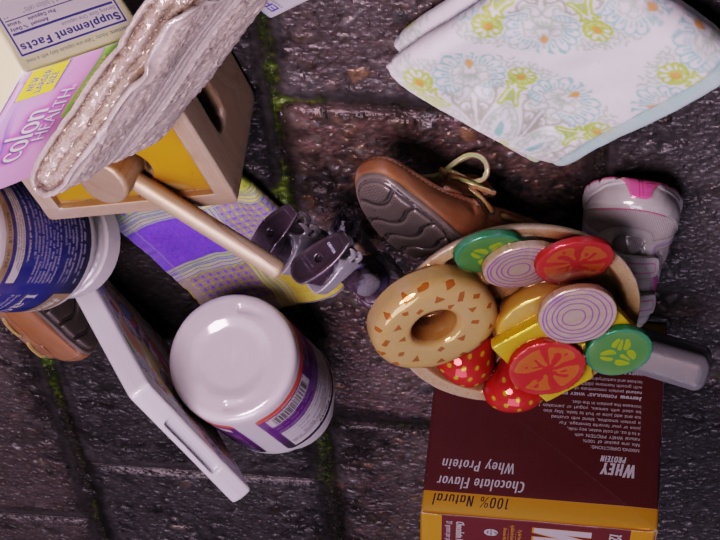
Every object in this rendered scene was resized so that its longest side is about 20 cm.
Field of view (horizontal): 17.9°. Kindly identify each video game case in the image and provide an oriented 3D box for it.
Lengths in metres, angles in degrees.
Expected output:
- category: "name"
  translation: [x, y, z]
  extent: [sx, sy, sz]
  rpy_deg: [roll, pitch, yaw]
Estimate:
- category: "video game case"
  translation: [-0.177, 0.084, 1.931]
  extent: [0.023, 0.200, 0.182]
  rpy_deg: [-36, 137, 1]

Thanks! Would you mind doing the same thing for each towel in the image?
- category: "towel"
  translation: [0.141, -0.152, 1.619]
  extent: [0.171, 0.048, 0.200]
  rpy_deg: [28, 142, -30]
- category: "towel"
  translation: [-0.127, -0.132, 1.479]
  extent: [0.034, 0.132, 0.200]
  rpy_deg: [46, 126, 8]
- category: "towel"
  translation: [-0.114, -0.021, 1.898]
  extent: [0.143, 0.023, 0.200]
  rpy_deg: [-10, 144, 26]

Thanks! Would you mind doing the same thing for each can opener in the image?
- category: "can opener"
  translation: [0.193, 0.066, 1.913]
  extent: [0.200, 0.053, 0.067]
  rpy_deg: [12, 108, 7]

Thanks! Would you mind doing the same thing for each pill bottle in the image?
- category: "pill bottle"
  translation: [-0.085, 0.097, 1.969]
  extent: [0.111, 0.112, 0.200]
  rpy_deg: [-1, 165, 13]
- category: "pill bottle"
  translation: [-0.277, -0.025, 1.774]
  extent: [0.116, 0.116, 0.200]
  rpy_deg: [-10, 176, 24]

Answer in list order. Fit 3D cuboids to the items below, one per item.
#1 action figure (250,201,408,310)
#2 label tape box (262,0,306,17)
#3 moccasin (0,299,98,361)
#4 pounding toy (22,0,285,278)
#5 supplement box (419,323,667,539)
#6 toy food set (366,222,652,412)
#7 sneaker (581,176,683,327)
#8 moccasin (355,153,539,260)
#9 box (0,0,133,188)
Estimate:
- category: "action figure"
  translation: [0.000, 0.000, 1.799]
  extent: [0.069, 0.130, 0.200]
  rpy_deg: [-51, 151, 11]
- category: "label tape box"
  translation: [-0.078, -0.237, 1.511]
  extent: [0.200, 0.066, 0.143]
  rpy_deg: [-22, 138, 36]
- category: "moccasin"
  translation: [-0.302, 0.004, 1.922]
  extent: [0.078, 0.074, 0.201]
  rpy_deg: [-13, 138, 32]
- category: "pounding toy"
  translation: [-0.163, -0.099, 1.672]
  extent: [0.184, 0.142, 0.200]
  rpy_deg: [-4, 146, 18]
- category: "supplement box"
  translation: [0.157, 0.157, 1.960]
  extent: [0.197, 0.200, 0.133]
  rpy_deg: [4, 147, 4]
- category: "toy food set"
  translation: [0.120, 0.037, 1.745]
  extent: [0.198, 0.049, 0.200]
  rpy_deg: [-30, 130, 21]
- category: "sneaker"
  translation: [0.206, 0.000, 1.806]
  extent: [0.081, 0.088, 0.200]
  rpy_deg: [7, 148, 0]
- category: "moccasin"
  translation: [0.076, -0.045, 1.769]
  extent: [0.201, 0.078, 0.074]
  rpy_deg: [24, 157, -34]
- category: "box"
  translation: [-0.259, -0.178, 1.506]
  extent: [0.097, 0.200, 0.176]
  rpy_deg: [-24, 165, -36]
